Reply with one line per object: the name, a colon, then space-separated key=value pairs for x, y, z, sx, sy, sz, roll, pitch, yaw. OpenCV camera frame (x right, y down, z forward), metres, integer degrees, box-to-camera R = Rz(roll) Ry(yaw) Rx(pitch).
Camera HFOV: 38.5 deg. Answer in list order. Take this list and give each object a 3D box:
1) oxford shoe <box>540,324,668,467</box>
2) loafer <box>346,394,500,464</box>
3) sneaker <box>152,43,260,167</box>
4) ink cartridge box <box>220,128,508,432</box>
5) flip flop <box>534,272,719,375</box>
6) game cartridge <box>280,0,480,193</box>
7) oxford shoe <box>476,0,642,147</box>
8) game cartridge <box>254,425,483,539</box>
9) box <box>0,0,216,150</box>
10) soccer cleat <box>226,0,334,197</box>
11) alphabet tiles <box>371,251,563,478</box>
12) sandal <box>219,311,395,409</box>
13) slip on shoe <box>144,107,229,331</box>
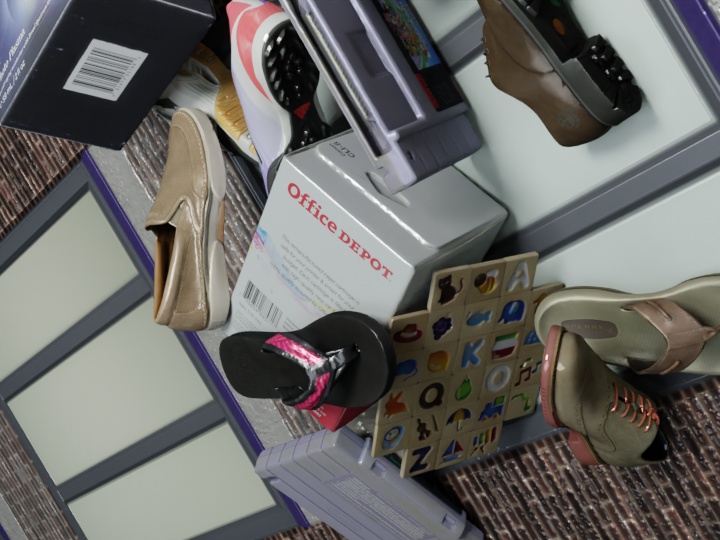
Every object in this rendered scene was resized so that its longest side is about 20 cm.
oxford shoe: x=0.188 y=0.096 z=0.780 sx=0.075 sy=0.071 sz=0.200 roll=4 pitch=157 yaw=29
loafer: x=0.058 y=0.140 z=0.959 sx=0.070 sy=0.070 sz=0.200 roll=35 pitch=138 yaw=-28
sneaker: x=-0.124 y=-0.141 z=0.969 sx=0.200 sy=0.076 sz=0.088 roll=39 pitch=144 yaw=23
ink cartridge box: x=0.000 y=0.000 z=0.874 sx=0.145 sy=0.144 sz=0.200 roll=42 pitch=132 yaw=18
flip flop: x=0.221 y=0.047 z=0.778 sx=0.199 sy=0.058 sz=0.081 roll=0 pitch=111 yaw=33
game cartridge: x=0.013 y=-0.164 z=0.788 sx=0.038 sy=0.130 sz=0.200 roll=-29 pitch=91 yaw=38
oxford shoe: x=0.111 y=-0.174 z=0.755 sx=0.084 sy=0.073 sz=0.200 roll=-37 pitch=86 yaw=45
game cartridge: x=0.011 y=0.221 z=0.993 sx=0.200 sy=0.038 sz=0.129 roll=41 pitch=133 yaw=-23
box: x=-0.235 y=-0.249 z=0.907 sx=0.200 sy=0.123 sz=0.199 roll=-40 pitch=51 yaw=42
soccer cleat: x=-0.068 y=-0.132 z=0.852 sx=0.073 sy=0.068 sz=0.200 roll=40 pitch=151 yaw=35
alphabet tiles: x=0.087 y=0.080 z=0.839 sx=0.006 sy=0.166 sz=0.201 roll=45 pitch=136 yaw=47
sandal: x=-0.051 y=0.078 z=0.811 sx=0.200 sy=0.045 sz=0.075 roll=-10 pitch=100 yaw=43
slip on shoe: x=-0.157 y=-0.046 z=0.900 sx=0.076 sy=0.060 sz=0.201 roll=-14 pitch=78 yaw=60
